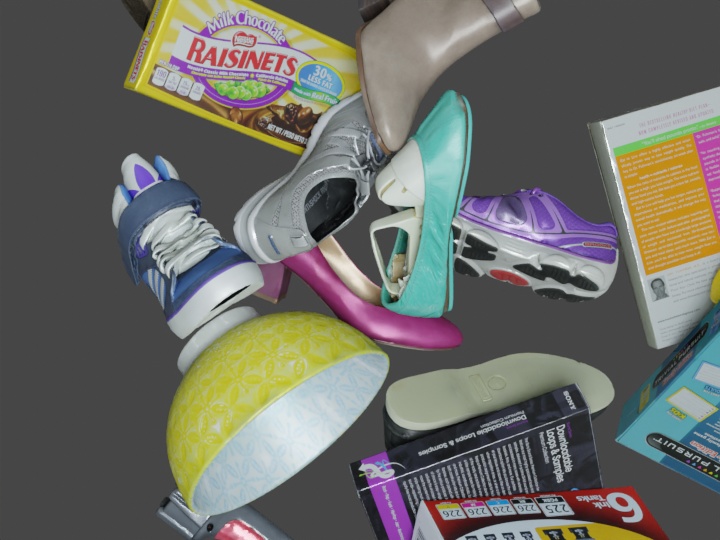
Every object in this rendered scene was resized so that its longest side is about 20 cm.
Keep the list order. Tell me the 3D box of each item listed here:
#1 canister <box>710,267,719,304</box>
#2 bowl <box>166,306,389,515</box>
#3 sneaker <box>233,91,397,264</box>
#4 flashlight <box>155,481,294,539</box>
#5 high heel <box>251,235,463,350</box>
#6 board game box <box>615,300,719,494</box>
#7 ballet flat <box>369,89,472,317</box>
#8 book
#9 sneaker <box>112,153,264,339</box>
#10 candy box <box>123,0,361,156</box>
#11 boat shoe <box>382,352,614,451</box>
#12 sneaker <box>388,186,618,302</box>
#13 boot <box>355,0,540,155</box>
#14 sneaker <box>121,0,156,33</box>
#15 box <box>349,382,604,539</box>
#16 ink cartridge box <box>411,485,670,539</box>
[{"bbox_3d":[0.407,0.024,1.270,0.200,0.087,0.149,34,86,-14],"label":"canister"},{"bbox_3d":[-0.086,0.094,1.239,0.200,0.200,0.108,-41,70,1],"label":"bowl"},{"bbox_3d":[-0.011,-0.072,1.237,0.200,0.082,0.075,-51,126,-29],"label":"sneaker"},{"bbox_3d":[-0.082,0.249,1.296,0.200,0.068,0.068,38,106,-4],"label":"flashlight"},{"bbox_3d":[0.000,0.000,1.278,0.200,0.067,0.096,18,104,0],"label":"high heel"},{"bbox_3d":[0.324,0.107,1.250,0.151,0.200,0.047,27,48,-4],"label":"board game box"},{"bbox_3d":[0.044,-0.046,1.201,0.070,0.067,0.200,-5,123,-14],"label":"ballet flat"},{"bbox_3d":[0.286,-0.048,1.301,0.133,0.048,0.200,-16,95,-5],"label":"book"},{"bbox_3d":[-0.151,-0.027,1.207,0.080,0.200,0.147,-33,92,-11],"label":"sneaker"},{"bbox_3d":[-0.086,-0.162,1.238,0.200,0.026,0.102,19,91,-36],"label":"candy box"},{"bbox_3d":[0.116,0.119,1.300,0.201,0.074,0.063,-7,134,-12],"label":"boat shoe"},{"bbox_3d":[0.121,-0.038,1.292,0.200,0.081,0.084,19,64,1],"label":"sneaker"},{"bbox_3d":[0.073,-0.194,1.229,0.146,0.070,0.200,-16,55,16],"label":"boot"},{"bbox_3d":[-0.145,-0.222,1.269,0.075,0.070,0.200,-36,100,-16],"label":"sneaker"},{"bbox_3d":[0.102,0.178,1.274,0.200,0.036,0.143,-18,136,-1],"label":"box"},{"bbox_3d":[0.160,0.263,1.219,0.200,0.176,0.084,-1,122,-21],"label":"ink cartridge box"}]
